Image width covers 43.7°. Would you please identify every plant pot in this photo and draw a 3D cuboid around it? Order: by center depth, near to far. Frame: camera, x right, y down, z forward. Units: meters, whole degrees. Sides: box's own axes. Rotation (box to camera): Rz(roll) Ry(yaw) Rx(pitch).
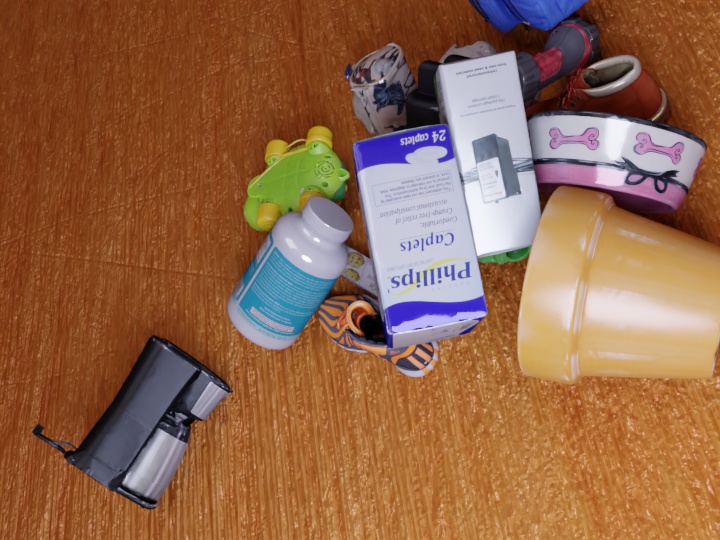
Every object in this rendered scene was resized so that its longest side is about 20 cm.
[{"bbox_3d":[0.274,0.029,0.912,0.181,0.200,0.203,12,71,23],"label":"plant pot"}]

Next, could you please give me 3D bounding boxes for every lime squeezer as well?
[{"bbox_3d":[0.183,-0.036,1.115,0.198,0.038,0.071,4,36,38],"label":"lime squeezer"}]

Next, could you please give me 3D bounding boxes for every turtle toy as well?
[{"bbox_3d":[-0.095,-0.112,1.309,0.198,0.101,0.148,-13,58,31],"label":"turtle toy"}]

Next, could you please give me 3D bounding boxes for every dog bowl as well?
[{"bbox_3d":[0.272,-0.115,0.989,0.198,0.199,0.075,10,89,39],"label":"dog bowl"}]

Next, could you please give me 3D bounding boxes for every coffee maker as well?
[{"bbox_3d":[-0.302,0.191,1.223,0.134,0.191,0.202,16,72,57],"label":"coffee maker"}]

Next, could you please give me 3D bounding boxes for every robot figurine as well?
[{"bbox_3d":[0.119,-0.161,1.123,0.148,0.203,0.125,-1,24,6],"label":"robot figurine"}]

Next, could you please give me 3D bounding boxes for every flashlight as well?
[{"bbox_3d":[0.229,-0.259,1.107,0.068,0.068,0.199,-26,4,45],"label":"flashlight"}]

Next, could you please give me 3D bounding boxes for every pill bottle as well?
[{"bbox_3d":[-0.088,0.001,1.193,0.201,0.110,0.111,-54,43,27],"label":"pill bottle"}]

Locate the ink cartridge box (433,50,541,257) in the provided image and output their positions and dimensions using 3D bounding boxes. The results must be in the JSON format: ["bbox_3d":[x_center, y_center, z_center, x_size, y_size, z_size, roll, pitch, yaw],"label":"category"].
[{"bbox_3d":[0.137,-0.124,0.981,0.082,0.147,0.203,-10,97,3],"label":"ink cartridge box"}]

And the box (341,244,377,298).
[{"bbox_3d":[0.000,0.000,1.216,0.199,0.039,0.042,32,87,43],"label":"box"}]

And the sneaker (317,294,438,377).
[{"bbox_3d":[0.003,0.060,1.129,0.198,0.112,0.078,18,76,41],"label":"sneaker"}]

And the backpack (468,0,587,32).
[{"bbox_3d":[0.221,-0.401,1.189,0.168,0.162,0.201,-43,30,12],"label":"backpack"}]

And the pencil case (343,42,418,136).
[{"bbox_3d":[0.050,-0.194,1.190,0.089,0.201,0.077,-44,42,-17],"label":"pencil case"}]

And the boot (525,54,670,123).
[{"bbox_3d":[0.264,-0.207,1.100,0.198,0.107,0.076,-12,61,33],"label":"boot"}]

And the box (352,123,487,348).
[{"bbox_3d":[0.060,-0.028,0.974,0.103,0.184,0.203,-11,81,0],"label":"box"}]

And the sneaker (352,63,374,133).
[{"bbox_3d":[0.037,-0.254,1.321,0.083,0.076,0.201,-9,33,-8],"label":"sneaker"}]

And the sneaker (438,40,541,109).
[{"bbox_3d":[0.170,-0.270,1.220,0.199,0.075,0.100,24,78,47],"label":"sneaker"}]
